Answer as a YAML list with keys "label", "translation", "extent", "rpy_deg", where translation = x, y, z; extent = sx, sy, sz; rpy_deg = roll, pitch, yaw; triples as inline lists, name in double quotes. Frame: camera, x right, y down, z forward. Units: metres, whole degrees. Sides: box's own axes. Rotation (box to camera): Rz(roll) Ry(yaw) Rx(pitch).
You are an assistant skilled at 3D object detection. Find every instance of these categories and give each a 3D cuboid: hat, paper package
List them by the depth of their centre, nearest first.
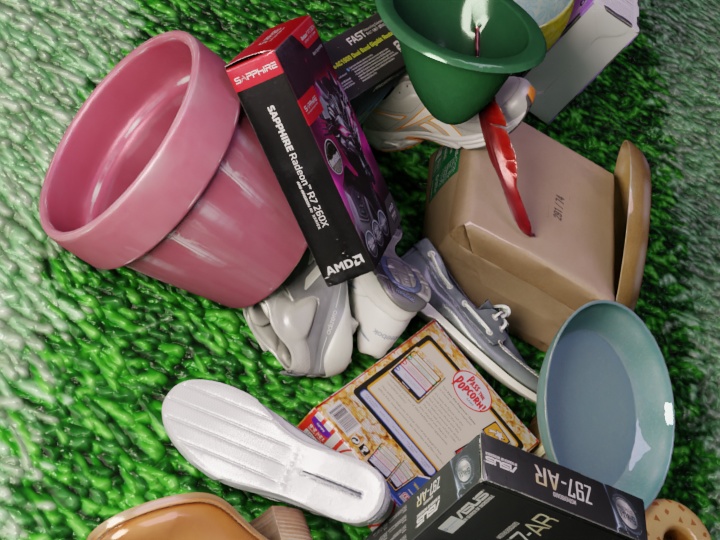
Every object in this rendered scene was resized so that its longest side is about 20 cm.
- label: "hat"
  translation: [0.079, -0.159, 1.504]
  extent: [0.164, 0.177, 0.201]
  rpy_deg: [-4, 41, -25]
- label: "paper package"
  translation: [0.160, -0.044, 1.611]
  extent: [0.189, 0.104, 0.201]
  rpy_deg: [28, 42, -17]

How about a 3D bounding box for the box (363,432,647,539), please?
- label: "box"
  translation: [0.104, 0.221, 1.250]
  extent: [0.159, 0.200, 0.044]
  rpy_deg: [24, 42, -22]

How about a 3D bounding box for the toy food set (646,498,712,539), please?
- label: "toy food set"
  translation: [0.270, 0.305, 1.434]
  extent: [0.198, 0.049, 0.200]
  rpy_deg: [1, 55, -40]

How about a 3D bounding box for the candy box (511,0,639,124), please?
- label: "candy box"
  translation: [0.249, -0.300, 1.859]
  extent: [0.071, 0.168, 0.201]
  rpy_deg: [29, 40, -18]

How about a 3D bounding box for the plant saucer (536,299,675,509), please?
- label: "plant saucer"
  translation: [0.220, 0.129, 1.458]
  extent: [0.199, 0.036, 0.203]
  rpy_deg: [9, 77, -44]

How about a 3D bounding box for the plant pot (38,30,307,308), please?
- label: "plant pot"
  translation: [-0.140, -0.067, 1.326]
  extent: [0.179, 0.199, 0.202]
  rpy_deg: [37, 37, -31]

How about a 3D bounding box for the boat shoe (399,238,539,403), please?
- label: "boat shoe"
  translation: [0.113, 0.050, 1.497]
  extent: [0.200, 0.062, 0.073]
  rpy_deg: [40, -5, 3]

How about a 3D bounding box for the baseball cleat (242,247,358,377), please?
- label: "baseball cleat"
  translation: [-0.055, -0.007, 1.391]
  extent: [0.105, 0.069, 0.203]
  rpy_deg: [2, 72, -37]

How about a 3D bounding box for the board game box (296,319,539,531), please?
- label: "board game box"
  translation: [0.053, 0.147, 1.393]
  extent: [0.152, 0.046, 0.199]
  rpy_deg: [49, 40, 8]

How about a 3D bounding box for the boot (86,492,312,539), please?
- label: "boot"
  translation: [-0.098, 0.248, 1.157]
  extent: [0.198, 0.074, 0.156]
  rpy_deg: [7, 53, -34]

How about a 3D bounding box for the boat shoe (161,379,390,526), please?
- label: "boat shoe"
  translation: [-0.069, 0.156, 1.267]
  extent: [0.198, 0.071, 0.073]
  rpy_deg: [28, 74, 11]

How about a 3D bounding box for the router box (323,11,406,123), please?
- label: "router box"
  translation: [-0.046, -0.150, 1.493]
  extent: [0.062, 0.150, 0.200]
  rpy_deg: [46, 40, 3]

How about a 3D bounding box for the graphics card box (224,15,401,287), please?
- label: "graphics card box"
  translation: [-0.035, -0.101, 1.312]
  extent: [0.202, 0.050, 0.126]
  rpy_deg: [66, 19, -15]

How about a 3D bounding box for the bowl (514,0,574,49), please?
- label: "bowl"
  translation: [0.141, -0.278, 1.778]
  extent: [0.197, 0.109, 0.201]
  rpy_deg: [-1, 43, 1]

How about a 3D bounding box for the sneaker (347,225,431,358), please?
- label: "sneaker"
  translation: [0.000, 0.000, 1.463]
  extent: [0.074, 0.088, 0.201]
  rpy_deg: [19, 27, -23]

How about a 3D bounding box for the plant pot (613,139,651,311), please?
- label: "plant pot"
  translation: [0.273, -0.032, 1.626]
  extent: [0.027, 0.202, 0.201]
  rpy_deg: [6, 44, 3]

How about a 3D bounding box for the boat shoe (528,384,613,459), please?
- label: "boat shoe"
  translation: [0.220, 0.131, 1.526]
  extent: [0.065, 0.073, 0.200]
  rpy_deg: [47, 45, -3]

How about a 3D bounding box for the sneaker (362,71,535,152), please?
- label: "sneaker"
  translation: [0.074, -0.174, 1.574]
  extent: [0.092, 0.198, 0.076]
  rpy_deg: [58, 39, -38]
